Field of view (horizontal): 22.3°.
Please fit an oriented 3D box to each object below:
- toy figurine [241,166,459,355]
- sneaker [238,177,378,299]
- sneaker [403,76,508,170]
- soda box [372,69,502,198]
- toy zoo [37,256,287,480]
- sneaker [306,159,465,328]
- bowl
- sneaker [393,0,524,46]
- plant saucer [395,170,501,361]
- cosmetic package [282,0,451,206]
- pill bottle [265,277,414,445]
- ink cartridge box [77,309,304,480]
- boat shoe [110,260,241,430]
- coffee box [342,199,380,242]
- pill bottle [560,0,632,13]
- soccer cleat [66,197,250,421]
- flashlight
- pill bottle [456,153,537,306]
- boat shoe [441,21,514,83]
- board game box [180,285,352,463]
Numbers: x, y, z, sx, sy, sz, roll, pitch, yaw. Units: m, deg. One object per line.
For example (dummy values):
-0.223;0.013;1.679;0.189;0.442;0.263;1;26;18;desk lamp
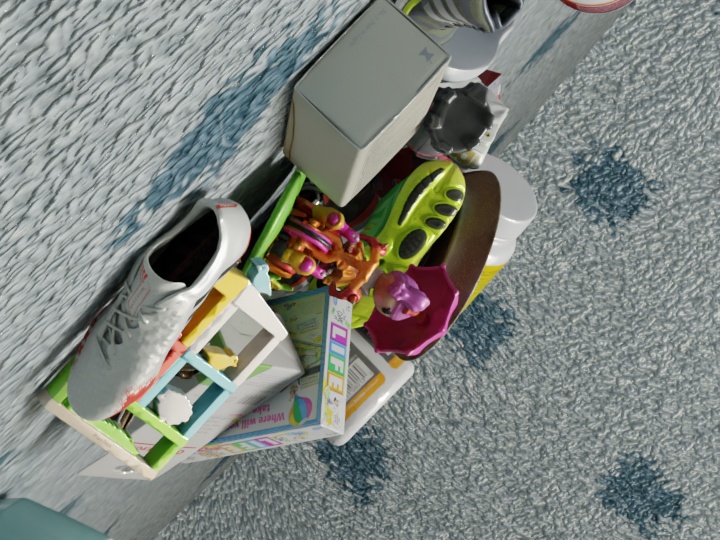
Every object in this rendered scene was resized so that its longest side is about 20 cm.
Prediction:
0.000;0.000;1.579;0.151;0.184;0.200;-62;-177;-8;toy figurine
-0.058;-0.052;1.722;0.200;0.077;0.082;-45;148;-38;sneaker
0.068;-0.136;1.736;0.200;0.116;0.074;-41;175;-42;sneaker
0.070;-0.142;1.864;0.200;0.070;0.064;-43;144;-45;soda box
-0.147;0.064;1.476;0.200;0.131;0.020;-48;-142;2;toy zoo
0.029;-0.022;1.716;0.200;0.074;0.084;-46;-177;13;sneaker
-0.338;0.290;1.708;0.201;0.105;0.201;-47;176;-4;bowl
0.079;-0.207;1.392;0.074;0.081;0.200;-45;176;-15;sneaker
0.069;-0.011;1.757;0.200;0.034;0.201;-54;-160;30;plant saucer
0.001;-0.126;1.426;0.104;0.073;0.200;-46;176;-12;cosmetic package
-0.052;0.067;1.822;0.116;0.200;0.116;-44;176;-4;pill bottle
-0.164;0.111;1.645;0.200;0.067;0.117;-36;154;24;ink cartridge box
-0.162;0.060;1.533;0.200;0.072;0.072;-47;175;-2;boat shoe
-0.001;-0.056;2.019;0.114;0.080;0.200;-47;176;10;coffee box
0.224;-0.303;1.741;0.113;0.113;0.200;-47;175;9;pill bottle
-0.157;0.026;1.367;0.200;0.069;0.085;-50;167;0;soccer cleat
0.071;-0.126;1.586;0.068;0.068;0.200;-16;-172;-2;flashlight
0.091;-0.023;1.924;0.200;0.114;0.114;-50;175;35;pill bottle
0.088;-0.200;1.657;0.057;0.069;0.200;-49;178;30;boat shoe
-0.097;0.099;1.705;0.200;0.034;0.135;-14;-118;37;board game box
